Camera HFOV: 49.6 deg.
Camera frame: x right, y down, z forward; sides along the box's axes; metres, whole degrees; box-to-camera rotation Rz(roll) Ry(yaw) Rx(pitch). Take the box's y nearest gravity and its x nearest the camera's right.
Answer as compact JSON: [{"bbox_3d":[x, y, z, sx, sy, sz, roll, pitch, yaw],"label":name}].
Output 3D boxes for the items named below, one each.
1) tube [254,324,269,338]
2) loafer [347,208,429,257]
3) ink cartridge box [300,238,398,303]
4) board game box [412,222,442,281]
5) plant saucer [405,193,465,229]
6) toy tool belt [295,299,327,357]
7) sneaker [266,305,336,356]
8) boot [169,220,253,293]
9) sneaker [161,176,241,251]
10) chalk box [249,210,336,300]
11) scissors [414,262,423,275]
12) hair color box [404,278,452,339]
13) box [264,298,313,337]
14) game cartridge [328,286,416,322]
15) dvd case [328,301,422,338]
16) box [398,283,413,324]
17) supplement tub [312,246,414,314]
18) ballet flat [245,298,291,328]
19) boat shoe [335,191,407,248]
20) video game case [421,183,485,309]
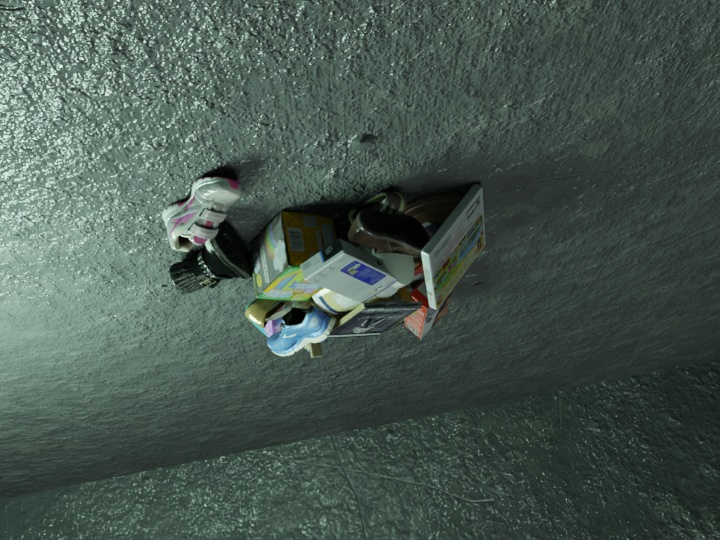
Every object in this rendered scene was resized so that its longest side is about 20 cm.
[{"bbox_3d":[-0.235,0.113,1.920,0.050,0.077,0.200,-38,167,-27],"label":"tube"},{"bbox_3d":[0.054,-0.068,1.490,0.199,0.074,0.071,17,145,-39],"label":"loafer"},{"bbox_3d":[-0.018,0.004,1.493,0.099,0.040,0.199,-33,149,20],"label":"ink cartridge box"},{"bbox_3d":[0.137,-0.035,1.715,0.135,0.035,0.199,12,148,-45],"label":"board game box"},{"bbox_3d":[0.152,-0.102,1.649,0.197,0.030,0.200,-9,158,-4],"label":"plant saucer"},{"bbox_3d":[-0.077,0.125,1.847,0.199,0.123,0.125,-29,159,-41],"label":"toy tool belt"},{"bbox_3d":[-0.143,0.122,1.705,0.089,0.079,0.199,45,133,-18],"label":"sneaker"},{"bbox_3d":[-0.313,-0.020,1.544,0.156,0.080,0.212,-10,153,8],"label":"boot"},{"bbox_3d":[-0.274,-0.095,1.375,0.081,0.089,0.199,10,149,-42],"label":"sneaker"},{"bbox_3d":[-0.143,-0.016,1.579,0.123,0.126,0.200,4,154,-32],"label":"chalk box"},{"bbox_3d":[0.097,0.009,1.686,0.198,0.014,0.073,-22,164,-7],"label":"scissors"},{"bbox_3d":[0.175,0.084,1.978,0.111,0.064,0.200,-43,163,-18],"label":"hair color box"},{"bbox_3d":[-0.165,0.079,1.819,0.136,0.039,0.200,-38,163,-20],"label":"box"},{"bbox_3d":[0.010,0.058,1.791,0.197,0.177,0.033,-5,119,-17],"label":"game cartridge"},{"bbox_3d":[0.022,0.107,1.684,0.147,0.016,0.200,-1,158,-31],"label":"dvd case"},{"bbox_3d":[0.064,0.101,2.051,0.159,0.050,0.200,-16,158,-2],"label":"box"},{"bbox_3d":[0.000,0.000,1.642,0.199,0.146,0.144,-21,156,32],"label":"supplement tub"},{"bbox_3d":[-0.157,0.055,1.676,0.199,0.063,0.069,-39,156,-23],"label":"ballet flat"},{"bbox_3d":[0.000,-0.097,1.538,0.200,0.072,0.066,-33,145,30],"label":"boat shoe"},{"bbox_3d":[0.192,-0.046,1.579,0.023,0.200,0.183,25,151,28],"label":"video game case"}]
